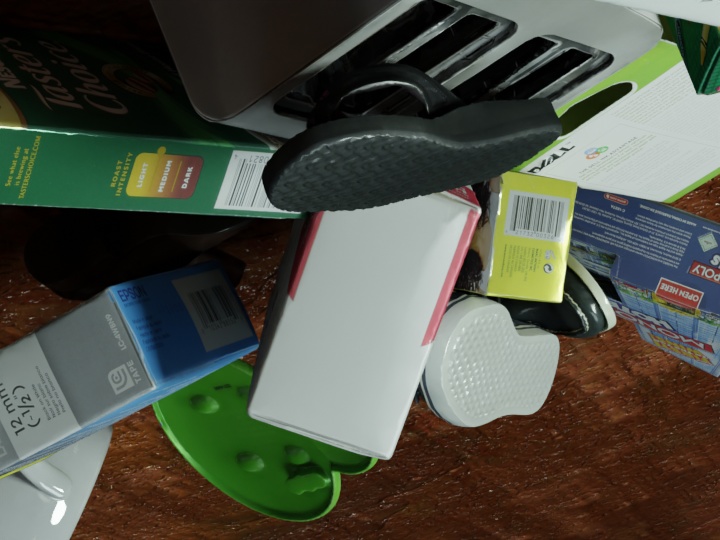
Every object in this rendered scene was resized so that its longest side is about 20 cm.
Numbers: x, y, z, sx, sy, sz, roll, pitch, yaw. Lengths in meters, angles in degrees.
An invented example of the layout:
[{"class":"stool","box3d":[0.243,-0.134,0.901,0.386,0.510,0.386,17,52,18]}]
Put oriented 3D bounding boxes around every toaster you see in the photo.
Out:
[{"class":"toaster","box3d":[0.028,-0.138,0.899,0.200,0.119,0.181,-31,156,32]}]

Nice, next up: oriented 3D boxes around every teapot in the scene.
[{"class":"teapot","box3d":[-0.273,0.150,1.349,0.146,0.197,0.200,27,110,-11]}]

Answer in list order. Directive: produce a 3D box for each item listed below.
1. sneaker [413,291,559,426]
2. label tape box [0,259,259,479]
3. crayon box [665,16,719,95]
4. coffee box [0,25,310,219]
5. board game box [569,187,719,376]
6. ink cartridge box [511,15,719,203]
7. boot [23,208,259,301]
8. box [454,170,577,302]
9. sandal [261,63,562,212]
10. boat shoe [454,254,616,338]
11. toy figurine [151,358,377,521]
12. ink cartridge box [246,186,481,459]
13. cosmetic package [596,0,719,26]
[{"class":"sneaker","box3d":[0.056,0.051,1.167,0.079,0.079,0.200,18,178,22]},{"class":"label tape box","box3d":[-0.176,0.069,1.102,0.200,0.066,0.143,-26,178,21]},{"class":"crayon box","box3d":[0.251,-0.175,0.985,0.200,0.119,0.058,-14,159,-7]},{"class":"coffee box","box3d":[-0.125,-0.074,0.933,0.200,0.123,0.044,2,120,-39]},{"class":"board game box","box3d":[0.201,0.007,1.327,0.200,0.062,0.200,21,169,21]},{"class":"ink cartridge box","box3d":[0.170,-0.114,1.139,0.200,0.076,0.148,7,148,-45]},{"class":"boot","box3d":[-0.095,-0.017,1.196,0.186,0.064,0.200,-20,162,9]},{"class":"box","box3d":[0.069,-0.023,1.163,0.050,0.075,0.200,7,179,-15]},{"class":"sandal","box3d":[0.017,-0.063,0.861,0.075,0.048,0.200,-32,168,32]},{"class":"boat shoe","box3d":[0.097,0.016,1.289,0.066,0.075,0.199,-35,-152,-15]},{"class":"toy figurine","box3d":[-0.014,0.048,1.273,0.200,0.150,0.184,-16,-153,50]},{"class":"ink cartridge box","box3d":[0.000,0.000,1.060,0.085,0.148,0.200,18,-168,-3]},{"class":"cosmetic package","box3d":[0.109,-0.211,0.711,0.200,0.165,0.165,2,152,-42]}]
